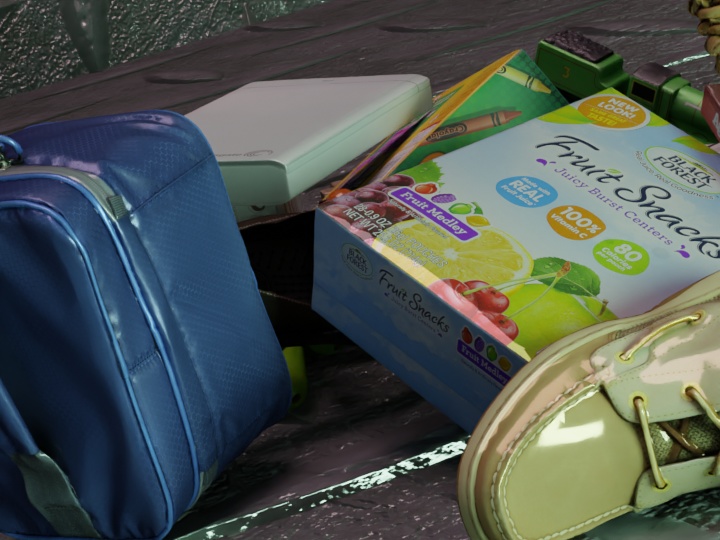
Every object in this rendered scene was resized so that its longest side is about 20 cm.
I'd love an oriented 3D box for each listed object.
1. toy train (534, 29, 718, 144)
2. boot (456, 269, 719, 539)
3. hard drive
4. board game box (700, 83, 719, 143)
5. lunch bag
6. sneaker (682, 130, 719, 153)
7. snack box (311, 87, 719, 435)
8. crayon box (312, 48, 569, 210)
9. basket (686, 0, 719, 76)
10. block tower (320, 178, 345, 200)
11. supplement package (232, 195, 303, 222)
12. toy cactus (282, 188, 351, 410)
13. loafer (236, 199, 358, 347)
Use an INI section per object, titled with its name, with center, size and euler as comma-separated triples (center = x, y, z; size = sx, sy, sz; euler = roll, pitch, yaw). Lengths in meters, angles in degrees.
[toy train]
center = 0.190, -0.094, 1.318
size = 0.199, 0.057, 0.042
euler = 27, 35, 27
[boot]
center = 0.150, 0.062, 0.826
size = 0.199, 0.073, 0.155
euler = -25, 21, -27
[hard drive]
center = -0.056, -0.077, 1.235
size = 0.131, 0.027, 0.200
euler = 0, 18, 26
[board game box]
center = 0.240, -0.030, 0.991
size = 0.102, 0.020, 0.201
euler = -6, 39, -11
[lunch bag]
center = -0.134, 0.024, 0.995
size = 0.135, 0.202, 0.132
euler = -6, 24, 32
[sneaker]
center = 0.172, -0.040, 1.239
size = 0.080, 0.074, 0.200
euler = -30, 11, -14
[snack box]
center = 0.103, 0.000, 1.008
size = 0.199, 0.068, 0.168
euler = -22, 42, -34
[crayon box]
center = 0.043, -0.058, 1.296
size = 0.119, 0.058, 0.200
euler = -44, 6, -16
[basket]
center = 0.267, -0.136, 1.097
size = 0.199, 0.150, 0.143
euler = -11, -24, -44
[block tower]
center = 0.073, -0.056, 1.450
size = 0.198, 0.058, 0.054
euler = -15, 13, -8
[supplement package]
center = -0.140, -0.017, 1.376
size = 0.198, 0.118, 0.117
euler = -12, 13, 7
[toy cactus]
center = -0.046, 0.025, 1.190
size = 0.199, 0.103, 0.165
euler = -27, 5, -14
[loafer]
center = 0.000, 0.000, 1.078
size = 0.198, 0.074, 0.071
euler = -11, -18, -18
